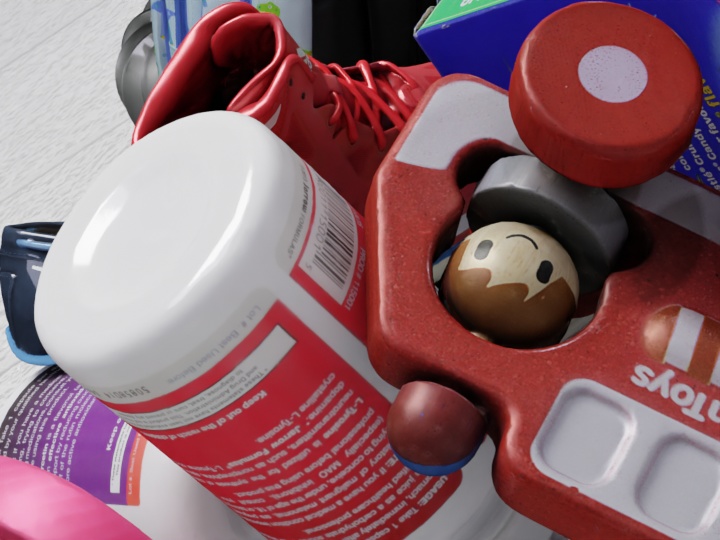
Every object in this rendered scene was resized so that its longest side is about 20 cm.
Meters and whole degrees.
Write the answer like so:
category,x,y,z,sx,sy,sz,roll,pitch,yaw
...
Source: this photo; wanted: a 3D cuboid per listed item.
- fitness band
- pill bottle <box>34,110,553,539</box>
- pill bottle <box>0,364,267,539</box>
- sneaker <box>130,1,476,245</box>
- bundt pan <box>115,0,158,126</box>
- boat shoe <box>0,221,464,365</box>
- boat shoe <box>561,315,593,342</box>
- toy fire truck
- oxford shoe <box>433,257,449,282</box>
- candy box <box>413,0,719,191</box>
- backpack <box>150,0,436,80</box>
category,x,y,z,sx,sy,sz,roll,pitch,yaw
fitness band,-0.126,0.130,1.150,0.200,0.144,0.037,-4,40,54
pill bottle,-0.016,0.042,1.056,0.112,0.200,0.112,-29,38,25
pill bottle,-0.084,0.089,1.205,0.200,0.112,0.112,-3,42,55
sneaker,-0.004,-0.058,1.116,0.200,0.116,0.078,-30,59,-29
bundt pan,-0.061,-0.144,1.656,0.202,0.076,0.202,-33,23,16
boat shoe,-0.059,-0.011,1.199,0.200,0.069,0.084,-13,7,5
boat shoe,0.093,-0.032,1.212,0.200,0.072,0.076,-39,22,0
toy fire truck,0.090,0.017,0.986,0.168,0.200,0.112,-59,-9,-33
oxford shoe,0.000,0.000,1.325,0.200,0.058,0.075,-12,10,22
candy box,0.145,-0.065,1.070,0.200,0.169,0.077,-14,30,46
backpack,-0.026,-0.141,1.303,0.154,0.200,0.163,23,33,24
